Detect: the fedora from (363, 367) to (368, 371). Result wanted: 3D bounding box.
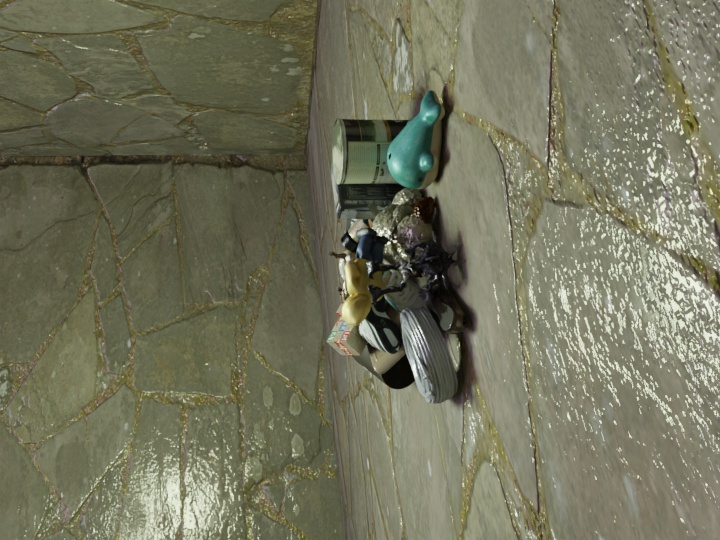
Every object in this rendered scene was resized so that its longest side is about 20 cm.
[{"bbox_3d":[0.043,0.234,1.727,0.203,0.087,0.181,-106,17,-51],"label":"fedora"}]

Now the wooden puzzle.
[{"bbox_3d":[0.087,0.131,1.371,0.185,0.037,0.201,-44,30,12],"label":"wooden puzzle"}]

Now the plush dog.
[{"bbox_3d":[0.101,-0.079,1.272,0.170,0.156,0.208,14,107,54],"label":"plush dog"}]

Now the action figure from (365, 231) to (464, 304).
[{"bbox_3d":[0.110,-0.002,1.134,0.102,0.193,0.123,42,-146,-74],"label":"action figure"}]

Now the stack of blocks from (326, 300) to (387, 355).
[{"bbox_3d":[-0.006,0.109,1.420,0.114,0.058,0.203,-11,43,53],"label":"stack of blocks"}]

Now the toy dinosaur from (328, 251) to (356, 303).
[{"bbox_3d":[0.000,0.000,1.407,0.085,0.198,0.139,23,136,42],"label":"toy dinosaur"}]

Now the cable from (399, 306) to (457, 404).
[{"bbox_3d":[0.137,0.172,1.174,0.201,0.067,0.206,82,170,-69],"label":"cable"}]

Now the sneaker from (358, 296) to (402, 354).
[{"bbox_3d":[0.011,0.097,1.290,0.114,0.075,0.205,-6,112,58],"label":"sneaker"}]

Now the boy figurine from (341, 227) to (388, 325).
[{"bbox_3d":[0.011,0.020,1.197,0.063,0.122,0.207,-8,64,47],"label":"boy figurine"}]

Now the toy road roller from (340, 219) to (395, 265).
[{"bbox_3d":[0.057,-0.071,1.527,0.124,0.144,0.202,-49,66,26],"label":"toy road roller"}]

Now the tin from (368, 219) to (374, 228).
[{"bbox_3d":[0.066,-0.173,1.460,0.042,0.108,0.206,107,159,-59],"label":"tin"}]

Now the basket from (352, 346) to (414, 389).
[{"bbox_3d":[0.066,0.217,1.476,0.137,0.179,0.199,-52,20,-4],"label":"basket"}]

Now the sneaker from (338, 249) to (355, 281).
[{"bbox_3d":[0.006,0.035,1.563,0.091,0.075,0.206,11,125,50],"label":"sneaker"}]

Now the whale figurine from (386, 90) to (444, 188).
[{"bbox_3d":[0.115,-0.270,1.192,0.203,0.100,0.162,105,157,-45],"label":"whale figurine"}]

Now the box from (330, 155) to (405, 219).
[{"bbox_3d":[0.030,-0.207,1.414,0.049,0.193,0.163,112,153,-57],"label":"box"}]

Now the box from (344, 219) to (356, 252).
[{"bbox_3d":[0.016,-0.141,1.667,0.160,0.043,0.205,-44,-31,-44],"label":"box"}]

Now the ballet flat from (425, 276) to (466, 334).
[{"bbox_3d":[0.172,0.068,1.140,0.201,0.045,0.069,-110,40,-66],"label":"ballet flat"}]

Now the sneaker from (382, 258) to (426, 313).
[{"bbox_3d":[0.078,0.038,1.287,0.078,0.197,0.081,-54,-16,-4],"label":"sneaker"}]

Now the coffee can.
[{"bbox_3d":[0.040,-0.279,1.340,0.146,0.193,0.152,178,90,-78],"label":"coffee can"}]
